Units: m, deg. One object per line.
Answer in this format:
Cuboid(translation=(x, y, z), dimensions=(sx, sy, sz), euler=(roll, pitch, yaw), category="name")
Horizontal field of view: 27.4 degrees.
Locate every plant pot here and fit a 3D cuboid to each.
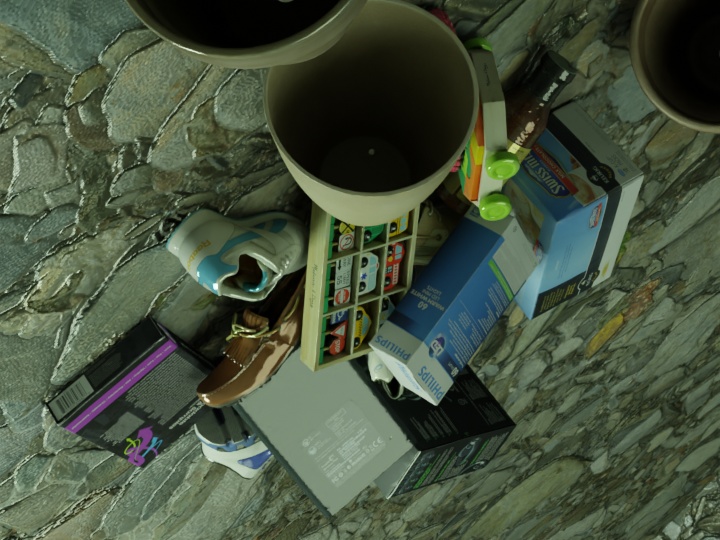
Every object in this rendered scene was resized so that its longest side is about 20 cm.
Cuboid(translation=(0.406, -0.252, 1.653), dimensions=(0.200, 0.200, 0.174), euler=(-46, 171, 14), category="plant pot")
Cuboid(translation=(-0.068, -0.232, 1.083), dimensions=(0.200, 0.200, 0.174), euler=(-40, 170, 2), category="plant pot")
Cuboid(translation=(0.006, -0.120, 1.358), dimensions=(0.186, 0.188, 0.200), euler=(-33, 166, -11), category="plant pot")

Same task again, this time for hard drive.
Cuboid(translation=(-0.043, 0.165, 1.668), dimensions=(0.139, 0.033, 0.201), euler=(-39, 117, -5), category="hard drive")

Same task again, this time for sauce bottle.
Cuboid(translation=(0.160, -0.147, 1.601), dimensions=(0.066, 0.066, 0.200), euler=(2, 134, -52), category="sauce bottle")

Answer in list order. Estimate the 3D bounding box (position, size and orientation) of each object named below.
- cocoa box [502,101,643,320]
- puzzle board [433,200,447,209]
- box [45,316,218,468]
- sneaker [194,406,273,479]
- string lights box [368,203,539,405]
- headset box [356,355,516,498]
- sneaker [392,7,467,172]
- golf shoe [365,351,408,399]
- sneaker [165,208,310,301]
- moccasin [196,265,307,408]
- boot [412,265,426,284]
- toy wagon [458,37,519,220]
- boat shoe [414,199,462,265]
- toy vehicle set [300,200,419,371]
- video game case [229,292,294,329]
Cuboid(translation=(0.224, -0.067, 1.729), dimensions=(0.130, 0.134, 0.201), euler=(-27, 151, -21), category="cocoa box")
Cuboid(translation=(0.033, 0.011, 1.737), dimensions=(0.150, 0.017, 0.201), euler=(-25, 149, -26), category="puzzle board")
Cuboid(translation=(-0.229, 0.134, 1.578), dimensions=(0.143, 0.036, 0.200), euler=(-40, 152, 1), category="box")
Cuboid(translation=(-0.105, 0.184, 1.741), dimensions=(0.197, 0.081, 0.115), euler=(-10, 151, -18), category="sneaker")
Cuboid(translation=(0.104, 0.035, 1.603), dimensions=(0.201, 0.059, 0.103), euler=(-52, 144, -12), category="string lights box")
Cuboid(translation=(0.063, 0.177, 1.853), dimensions=(0.199, 0.174, 0.093), euler=(-9, 141, -46), category="headset box")
Cuboid(translation=(0.065, -0.166, 1.446), dimensions=(0.074, 0.081, 0.201), euler=(-6, 139, -6), category="sneaker")
Cuboid(translation=(0.040, 0.104, 1.736), dimensions=(0.077, 0.098, 0.200), euler=(1, 168, 18), category="golf shoe")
Cuboid(translation=(-0.104, -0.009, 1.463), dimensions=(0.199, 0.081, 0.077), euler=(-3, 135, -56), category="sneaker")
Cuboid(translation=(-0.101, 0.061, 1.563), dimensions=(0.201, 0.074, 0.078), euler=(-44, 116, 3), category="moccasin")
Cuboid(translation=(0.096, 0.023, 1.764), dimensions=(0.131, 0.070, 0.201), euler=(-24, 143, -13), category="boot")
Cuboid(translation=(0.121, -0.127, 1.492), dimensions=(0.039, 0.156, 0.201), euler=(-5, 147, -6), category="toy wagon")
Cuboid(translation=(0.061, -0.047, 1.622), dimensions=(0.198, 0.072, 0.066), euler=(-11, 123, -30), category="boat shoe")
Cuboid(translation=(0.000, 0.000, 1.537), dimensions=(0.123, 0.026, 0.202), euler=(-18, 128, -34), category="toy vehicle set")
Cuboid(translation=(-0.064, 0.076, 1.695), dimensions=(0.142, 0.019, 0.200), euler=(-27, 153, -6), category="video game case")
